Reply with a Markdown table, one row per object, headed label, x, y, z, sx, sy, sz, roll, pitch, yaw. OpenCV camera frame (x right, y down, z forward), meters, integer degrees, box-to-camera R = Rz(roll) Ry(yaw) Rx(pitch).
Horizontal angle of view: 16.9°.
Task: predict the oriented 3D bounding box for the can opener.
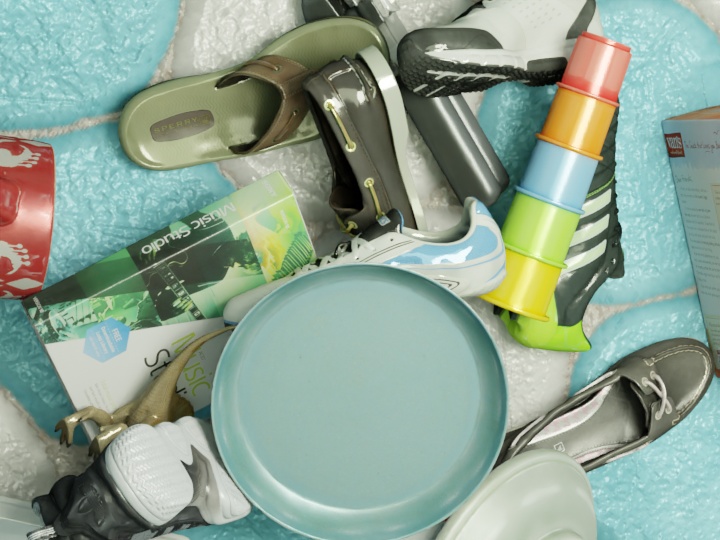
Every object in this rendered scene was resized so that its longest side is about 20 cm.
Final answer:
| label | x | y | z | sx | sy | sz | roll | pitch | yaw |
| --- | --- | --- | --- | --- | --- | --- | --- | --- | --- |
| can opener | 0.036 | -0.130 | 1.733 | 0.066 | 0.053 | 0.200 | -31 | 99 | 27 |

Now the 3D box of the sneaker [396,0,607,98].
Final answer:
| label | x | y | z | sx | sy | sz | roll | pitch | yaw |
| --- | --- | --- | --- | --- | --- | --- | --- | --- | --- |
| sneaker | 0.096 | -0.169 | 1.704 | 0.199 | 0.074 | 0.080 | -10 | 85 | -45 |

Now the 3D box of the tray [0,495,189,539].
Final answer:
| label | x | y | z | sx | sy | sz | roll | pitch | yaw |
| --- | --- | --- | --- | --- | --- | --- | --- | --- | --- |
| tray | -0.203 | 0.185 | 1.674 | 0.199 | 0.107 | 0.022 | 14 | 68 | -12 |

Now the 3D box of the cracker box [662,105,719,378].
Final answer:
| label | x | y | z | sx | sy | sz | roll | pitch | yaw |
| --- | --- | --- | --- | --- | --- | --- | --- | --- | --- |
| cracker box | 0.283 | -0.019 | 1.739 | 0.057 | 0.134 | 0.201 | -14 | 96 | -10 |

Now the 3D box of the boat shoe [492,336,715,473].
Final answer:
| label | x | y | z | sx | sy | sz | roll | pitch | yaw |
| --- | --- | --- | --- | --- | --- | --- | --- | --- | --- |
| boat shoe | 0.179 | 0.112 | 1.765 | 0.199 | 0.057 | 0.067 | -28 | 98 | -8 |

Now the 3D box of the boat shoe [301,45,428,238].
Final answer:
| label | x | y | z | sx | sy | sz | roll | pitch | yaw |
| --- | --- | --- | --- | --- | --- | --- | --- | --- | --- |
| boat shoe | 0.005 | -0.060 | 1.690 | 0.060 | 0.072 | 0.202 | -22 | 123 | -13 |

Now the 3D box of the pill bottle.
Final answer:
| label | x | y | z | sx | sy | sz | roll | pitch | yaw |
| --- | --- | --- | --- | --- | --- | --- | --- | --- | --- |
| pill bottle | 0.037 | 0.128 | 1.704 | 0.108 | 0.109 | 0.201 | -13 | 108 | -10 |

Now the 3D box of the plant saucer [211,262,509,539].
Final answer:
| label | x | y | z | sx | sy | sz | roll | pitch | yaw |
| --- | --- | --- | --- | --- | --- | --- | --- | --- | --- |
| plant saucer | 0.000 | 0.087 | 1.619 | 0.199 | 0.027 | 0.201 | -1 | 107 | -2 |

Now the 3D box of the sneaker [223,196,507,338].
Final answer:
| label | x | y | z | sx | sy | sz | roll | pitch | yaw |
| --- | --- | --- | --- | --- | --- | --- | --- | --- | --- |
| sneaker | 0.000 | 0.000 | 1.650 | 0.199 | 0.072 | 0.073 | -15 | 99 | -4 |

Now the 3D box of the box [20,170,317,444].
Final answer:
| label | x | y | z | sx | sy | sz | roll | pitch | yaw |
| --- | --- | --- | --- | --- | --- | --- | --- | --- | --- |
| box | -0.119 | 0.033 | 1.674 | 0.199 | 0.036 | 0.145 | -29 | 135 | -9 |

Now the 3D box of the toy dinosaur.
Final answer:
| label | x | y | z | sx | sy | sz | roll | pitch | yaw |
| --- | --- | --- | --- | --- | --- | --- | --- | --- | --- |
| toy dinosaur | -0.152 | 0.107 | 1.665 | 0.101 | 0.058 | 0.201 | -15 | 136 | -37 |

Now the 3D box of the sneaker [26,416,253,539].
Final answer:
| label | x | y | z | sx | sy | sz | roll | pitch | yaw |
| --- | --- | --- | --- | --- | --- | --- | --- | --- | --- |
| sneaker | -0.150 | 0.154 | 1.607 | 0.114 | 0.200 | 0.076 | -32 | 76 | 13 |

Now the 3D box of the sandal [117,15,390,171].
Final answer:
| label | x | y | z | sx | sy | sz | roll | pitch | yaw |
| --- | --- | --- | --- | --- | --- | --- | --- | --- | --- |
| sandal | -0.071 | -0.114 | 1.689 | 0.200 | 0.057 | 0.080 | -21 | 104 | -1 |

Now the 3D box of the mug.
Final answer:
| label | x | y | z | sx | sy | sz | roll | pitch | yaw |
| --- | --- | --- | --- | --- | --- | --- | --- | --- | --- |
| mug | -0.306 | -0.035 | 1.606 | 0.199 | 0.178 | 0.134 | 6 | 106 | -16 |

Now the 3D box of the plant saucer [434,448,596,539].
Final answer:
| label | x | y | z | sx | sy | sz | roll | pitch | yaw |
| --- | --- | --- | --- | --- | --- | --- | --- | --- | --- |
| plant saucer | 0.113 | 0.225 | 1.702 | 0.200 | 0.050 | 0.201 | -28 | 131 | -38 |

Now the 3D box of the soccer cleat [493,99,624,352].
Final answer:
| label | x | y | z | sx | sy | sz | roll | pitch | yaw |
| --- | --- | --- | --- | --- | --- | --- | --- | --- | --- |
| soccer cleat | 0.159 | -0.038 | 1.755 | 0.081 | 0.067 | 0.201 | 14 | 96 | -22 |

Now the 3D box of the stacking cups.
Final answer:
| label | x | y | z | sx | sy | sz | roll | pitch | yaw |
| --- | --- | --- | --- | --- | --- | --- | --- | --- | --- |
| stacking cups | 0.139 | -0.067 | 1.692 | 0.060 | 0.061 | 0.201 | 20 | 92 | -12 |
